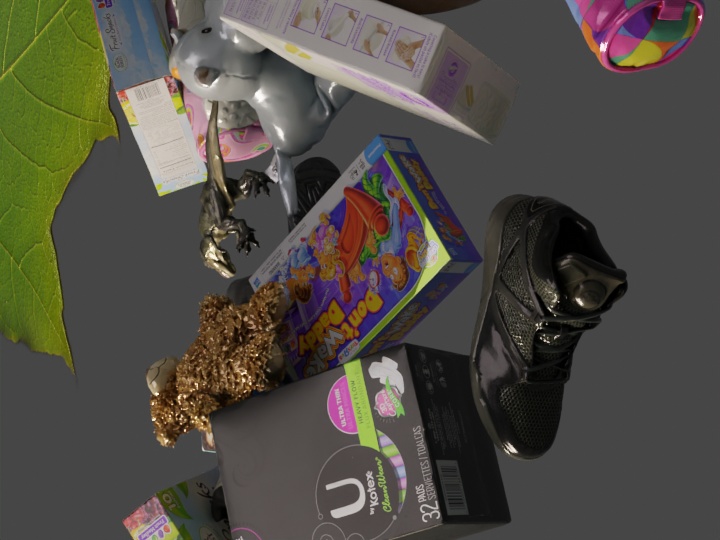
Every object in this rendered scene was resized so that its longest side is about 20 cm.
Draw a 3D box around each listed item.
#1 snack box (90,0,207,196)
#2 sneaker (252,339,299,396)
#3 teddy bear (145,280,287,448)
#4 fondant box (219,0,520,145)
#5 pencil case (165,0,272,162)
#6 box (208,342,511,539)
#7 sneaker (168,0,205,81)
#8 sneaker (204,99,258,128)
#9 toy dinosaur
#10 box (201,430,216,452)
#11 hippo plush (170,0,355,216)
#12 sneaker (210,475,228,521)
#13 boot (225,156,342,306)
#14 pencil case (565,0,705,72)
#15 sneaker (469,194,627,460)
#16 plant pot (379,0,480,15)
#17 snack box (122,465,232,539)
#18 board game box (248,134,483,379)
[{"bbox_3d":[-0.227,-0.206,1.652,0.201,0.067,0.170,75,177,-60],"label":"snack box"},{"bbox_3d":[-0.067,0.141,1.438,0.200,0.080,0.147,50,124,15],"label":"sneaker"},{"bbox_3d":[-0.130,0.081,1.368,0.199,0.066,0.147,-15,61,53],"label":"teddy bear"},{"bbox_3d":[0.008,-0.173,1.213,0.199,0.144,0.059,24,91,31],"label":"fondant box"},{"bbox_3d":[-0.147,-0.213,1.594,0.087,0.087,0.202,-39,58,53],"label":"pencil case"},{"bbox_3d":[-0.002,0.162,1.267,0.199,0.124,0.150,-21,72,28],"label":"box"},{"bbox_3d":[-0.166,-0.273,1.540,0.076,0.091,0.201,102,-174,-58],"label":"sneaker"},{"bbox_3d":[-0.098,-0.234,1.510,0.201,0.076,0.081,-61,32,12],"label":"sneaker"},{"bbox_3d":[-0.126,-0.069,1.492,0.088,0.047,0.202,29,126,39],"label":"toy dinosaur"},{"bbox_3d":[-0.100,0.146,1.573,0.199,0.049,0.083,-7,86,58],"label":"box"},{"bbox_3d":[-0.093,-0.193,1.391,0.201,0.160,0.160,-57,30,18],"label":"hippo plush"},{"bbox_3d":[-0.057,0.244,1.394,0.200,0.088,0.074,41,132,-3],"label":"sneaker"},{"bbox_3d":[-0.073,-0.003,1.514,0.200,0.065,0.167,-30,64,60],"label":"boot"},{"bbox_3d":[0.166,-0.234,1.077,0.089,0.088,0.201,-53,50,46],"label":"pencil case"},{"bbox_3d":[0.138,0.046,1.144,0.114,0.075,0.202,-170,84,-65],"label":"sneaker"},{"bbox_3d":[0.046,-0.298,1.196,0.200,0.199,0.176,32,137,53],"label":"plant pot"},{"bbox_3d":[-0.118,0.257,1.437,0.053,0.200,0.143,-40,79,21],"label":"snack box"},{"bbox_3d":[0.000,0.000,1.337,0.200,0.045,0.135,-47,60,31],"label":"board game box"}]
